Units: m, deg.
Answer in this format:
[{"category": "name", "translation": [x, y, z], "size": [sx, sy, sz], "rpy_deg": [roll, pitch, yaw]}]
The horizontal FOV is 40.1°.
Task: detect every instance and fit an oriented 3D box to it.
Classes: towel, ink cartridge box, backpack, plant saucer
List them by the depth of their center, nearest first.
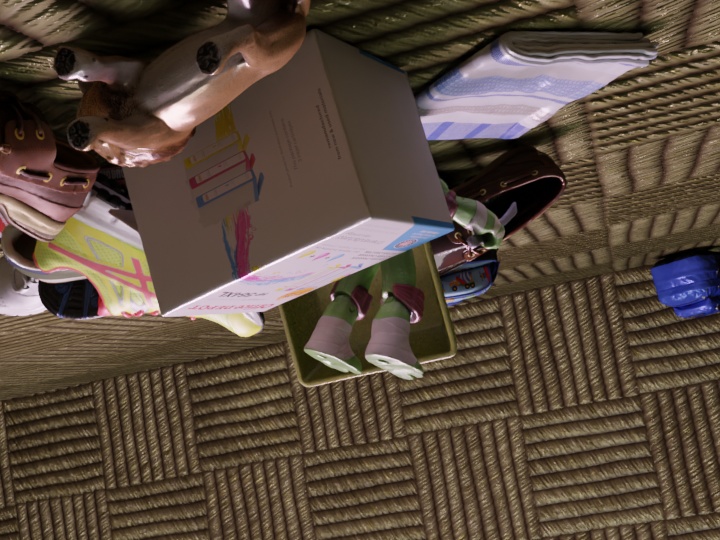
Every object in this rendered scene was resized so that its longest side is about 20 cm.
[{"category": "ink cartridge box", "translation": [-0.061, -0.052, 0.681], "size": [0.198, 0.127, 0.128], "rpy_deg": [-24, 167, 27]}, {"category": "towel", "translation": [0.116, -0.139, 0.775], "size": [0.145, 0.024, 0.199], "rpy_deg": [-6, 171, -28]}, {"category": "plant saucer", "translation": [0.000, 0.000, 0.987], "size": [0.198, 0.203, 0.048], "rpy_deg": [-16, 180, 35]}, {"category": "backpack", "translation": [0.051, -0.021, 1.140], "size": [0.180, 0.137, 0.200], "rpy_deg": [-8, 175, -15]}, {"category": "backpack", "translation": [0.851, 0.032, 2.526], "size": [0.161, 0.170, 0.199], "rpy_deg": [-25, 161, 38]}]

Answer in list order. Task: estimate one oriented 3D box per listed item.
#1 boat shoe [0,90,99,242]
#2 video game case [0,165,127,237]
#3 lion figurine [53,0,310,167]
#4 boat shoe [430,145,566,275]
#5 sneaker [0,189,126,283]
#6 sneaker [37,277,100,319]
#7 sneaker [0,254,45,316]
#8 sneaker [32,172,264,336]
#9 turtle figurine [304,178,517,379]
[{"category": "boat shoe", "translation": [-0.227, -0.080, 0.606], "size": [0.068, 0.072, 0.200], "rpy_deg": [-43, 162, 0]}, {"category": "video game case", "translation": [-0.227, -0.064, 0.867], "size": [0.197, 0.018, 0.143], "rpy_deg": [-9, 172, -14]}, {"category": "lion figurine", "translation": [-0.086, -0.110, 0.532], "size": [0.198, 0.073, 0.122], "rpy_deg": [-18, 177, 23]}, {"category": "boat shoe", "translation": [0.115, -0.051, 0.993], "size": [0.199, 0.071, 0.071], "rpy_deg": [-38, 126, 4]}, {"category": "sneaker", "translation": [-0.200, -0.032, 0.810], "size": [0.197, 0.068, 0.090], "rpy_deg": [-12, 171, 5]}, {"category": "sneaker", "translation": [-0.194, -0.007, 0.891], "size": [0.197, 0.077, 0.077], "rpy_deg": [-21, 173, 3]}, {"category": "sneaker", "translation": [-0.299, -0.010, 0.968], "size": [0.198, 0.075, 0.087], "rpy_deg": [-21, 173, 11]}, {"category": "sneaker", "translation": [-0.164, 0.005, 0.771], "size": [0.199, 0.091, 0.078], "rpy_deg": [34, -171, -25]}, {"category": "turtle figurine", "translation": [0.041, -0.007, 0.795], "size": [0.142, 0.196, 0.200], "rpy_deg": [13, 162, 10]}]
